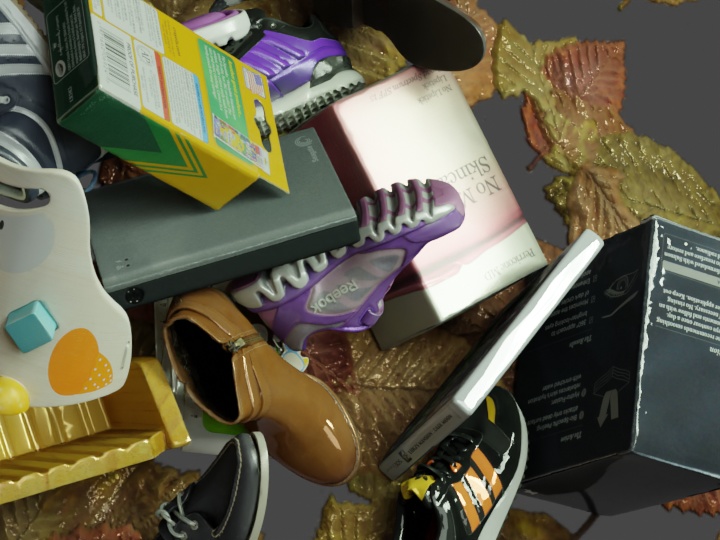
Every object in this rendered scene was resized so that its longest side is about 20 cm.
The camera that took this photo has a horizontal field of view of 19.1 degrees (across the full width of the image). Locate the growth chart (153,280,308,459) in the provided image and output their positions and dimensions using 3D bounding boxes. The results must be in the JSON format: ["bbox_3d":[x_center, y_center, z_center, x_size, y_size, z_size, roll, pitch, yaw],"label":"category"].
[{"bbox_3d":[-0.107,0.056,1.729,0.143,0.018,0.202,-2,80,-27],"label":"growth chart"}]

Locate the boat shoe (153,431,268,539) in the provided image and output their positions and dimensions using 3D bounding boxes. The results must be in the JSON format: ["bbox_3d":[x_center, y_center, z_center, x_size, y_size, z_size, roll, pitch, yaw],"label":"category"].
[{"bbox_3d":[-0.124,0.199,1.591,0.062,0.201,0.073,11,34,-24],"label":"boat shoe"}]

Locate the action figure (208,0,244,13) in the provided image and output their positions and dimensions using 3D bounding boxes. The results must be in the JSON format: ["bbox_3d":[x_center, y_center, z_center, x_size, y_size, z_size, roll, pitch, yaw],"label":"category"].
[{"bbox_3d":[-0.036,-0.272,1.783,0.191,0.200,0.106,-7,87,2],"label":"action figure"}]

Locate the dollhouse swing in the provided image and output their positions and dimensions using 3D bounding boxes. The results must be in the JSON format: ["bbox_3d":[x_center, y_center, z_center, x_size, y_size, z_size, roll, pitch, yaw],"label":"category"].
[{"bbox_3d":[-0.260,0.068,1.571,0.198,0.181,0.178,-14,94,-29],"label":"dollhouse swing"}]

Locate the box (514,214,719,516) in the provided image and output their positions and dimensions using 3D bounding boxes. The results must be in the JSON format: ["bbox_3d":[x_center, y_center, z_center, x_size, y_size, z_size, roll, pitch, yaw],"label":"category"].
[{"bbox_3d":[0.226,0.085,1.790,0.116,0.196,0.202,17,69,-23],"label":"box"}]

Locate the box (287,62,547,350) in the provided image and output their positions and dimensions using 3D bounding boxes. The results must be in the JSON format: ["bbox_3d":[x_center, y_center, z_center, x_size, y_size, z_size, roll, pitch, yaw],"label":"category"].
[{"bbox_3d":[0.043,-0.057,1.784,0.127,0.109,0.201,-27,89,-31],"label":"box"}]

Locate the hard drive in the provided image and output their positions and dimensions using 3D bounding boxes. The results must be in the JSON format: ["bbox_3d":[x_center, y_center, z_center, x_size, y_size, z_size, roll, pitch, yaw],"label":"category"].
[{"bbox_3d":[-0.111,-0.041,1.658,0.198,0.140,0.033,-16,126,-7],"label":"hard drive"}]

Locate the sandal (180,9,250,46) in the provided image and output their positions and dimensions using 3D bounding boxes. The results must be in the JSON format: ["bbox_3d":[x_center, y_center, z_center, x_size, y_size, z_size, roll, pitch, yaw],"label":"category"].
[{"bbox_3d":[-0.186,-0.183,1.705,0.201,0.082,0.050,-20,104,-22],"label":"sandal"}]

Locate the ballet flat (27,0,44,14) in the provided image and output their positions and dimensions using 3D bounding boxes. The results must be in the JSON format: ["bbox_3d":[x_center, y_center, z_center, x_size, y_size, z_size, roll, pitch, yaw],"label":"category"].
[{"bbox_3d":[-0.261,-0.238,1.687,0.067,0.064,0.200,-39,59,-22],"label":"ballet flat"}]

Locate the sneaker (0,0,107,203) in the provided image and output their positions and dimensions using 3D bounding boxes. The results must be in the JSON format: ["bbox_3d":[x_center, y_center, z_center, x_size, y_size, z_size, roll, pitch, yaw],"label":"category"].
[{"bbox_3d":[-0.282,-0.139,1.598,0.200,0.070,0.108,46,64,4],"label":"sneaker"}]

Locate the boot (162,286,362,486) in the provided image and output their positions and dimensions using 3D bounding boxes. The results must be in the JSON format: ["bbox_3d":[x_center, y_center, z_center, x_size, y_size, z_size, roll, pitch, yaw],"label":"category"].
[{"bbox_3d":[-0.076,0.095,1.631,0.076,0.155,0.201,-34,93,6],"label":"boot"}]

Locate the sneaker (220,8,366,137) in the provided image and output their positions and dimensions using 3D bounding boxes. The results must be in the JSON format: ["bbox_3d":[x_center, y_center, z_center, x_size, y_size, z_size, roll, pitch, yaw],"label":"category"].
[{"bbox_3d":[-0.098,-0.162,1.769,0.199,0.070,0.100,-20,79,-34],"label":"sneaker"}]

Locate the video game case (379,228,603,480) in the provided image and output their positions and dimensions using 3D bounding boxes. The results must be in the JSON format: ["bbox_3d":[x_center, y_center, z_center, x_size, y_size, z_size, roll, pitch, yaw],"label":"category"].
[{"bbox_3d":[0.104,0.070,1.739,0.023,0.182,0.200,40,61,0],"label":"video game case"}]

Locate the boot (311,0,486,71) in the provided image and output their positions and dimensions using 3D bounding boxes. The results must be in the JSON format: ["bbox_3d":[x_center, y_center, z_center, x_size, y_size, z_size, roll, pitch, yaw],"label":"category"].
[{"bbox_3d":[0.086,-0.242,1.817,0.199,0.185,0.065,-28,133,-42],"label":"boot"}]

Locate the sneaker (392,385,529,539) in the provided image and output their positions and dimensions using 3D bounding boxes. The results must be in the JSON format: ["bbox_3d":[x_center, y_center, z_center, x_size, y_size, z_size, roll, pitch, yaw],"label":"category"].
[{"bbox_3d":[0.075,0.175,1.745,0.090,0.070,0.202,38,62,-41],"label":"sneaker"}]

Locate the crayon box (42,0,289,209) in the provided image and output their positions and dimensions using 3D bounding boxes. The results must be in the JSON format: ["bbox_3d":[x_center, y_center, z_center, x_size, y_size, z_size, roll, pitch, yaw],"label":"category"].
[{"bbox_3d":[-0.146,-0.130,1.615,0.199,0.051,0.127,28,37,-41],"label":"crayon box"}]

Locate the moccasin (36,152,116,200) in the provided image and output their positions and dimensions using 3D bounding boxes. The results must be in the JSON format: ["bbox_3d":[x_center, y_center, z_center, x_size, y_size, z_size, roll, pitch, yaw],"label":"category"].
[{"bbox_3d":[-0.251,-0.086,1.668,0.198,0.080,0.069,-7,81,-14],"label":"moccasin"}]

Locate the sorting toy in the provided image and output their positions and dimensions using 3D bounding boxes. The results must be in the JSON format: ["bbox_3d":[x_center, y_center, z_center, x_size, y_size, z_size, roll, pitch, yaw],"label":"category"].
[{"bbox_3d":[-0.257,-0.016,1.496,0.199,0.181,0.107,28,35,20],"label":"sorting toy"}]

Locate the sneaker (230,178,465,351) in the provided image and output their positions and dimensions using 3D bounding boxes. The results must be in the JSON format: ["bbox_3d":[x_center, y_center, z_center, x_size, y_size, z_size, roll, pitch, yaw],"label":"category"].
[{"bbox_3d":[0.000,0.000,1.687,0.089,0.199,0.081,59,16,-17],"label":"sneaker"}]
